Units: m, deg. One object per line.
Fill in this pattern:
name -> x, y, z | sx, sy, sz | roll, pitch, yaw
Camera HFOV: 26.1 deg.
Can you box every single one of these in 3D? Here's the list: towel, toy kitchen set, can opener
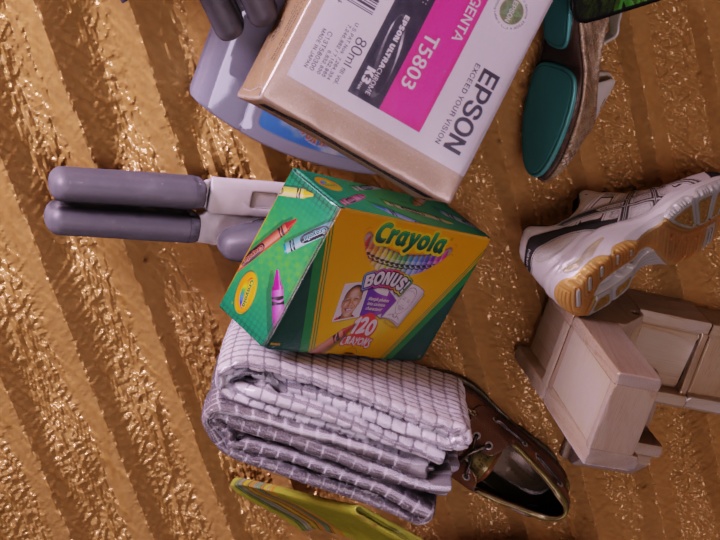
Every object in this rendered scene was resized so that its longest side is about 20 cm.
towel -> -0.026, 0.196, 1.228 | 0.086, 0.200, 0.018 | 31, 74, -27
toy kitchen set -> 0.238, 0.128, 1.263 | 0.199, 0.181, 0.164 | 11, 111, -17
can opener -> -0.131, -0.041, 1.157 | 0.199, 0.067, 0.054 | 3, 112, -23
can opener -> -0.116, -0.261, 1.075 | 0.053, 0.067, 0.201 | -21, 117, 8
towel -> -0.018, 0.107, 1.181 | 0.199, 0.166, 0.086 | 19, 101, -4

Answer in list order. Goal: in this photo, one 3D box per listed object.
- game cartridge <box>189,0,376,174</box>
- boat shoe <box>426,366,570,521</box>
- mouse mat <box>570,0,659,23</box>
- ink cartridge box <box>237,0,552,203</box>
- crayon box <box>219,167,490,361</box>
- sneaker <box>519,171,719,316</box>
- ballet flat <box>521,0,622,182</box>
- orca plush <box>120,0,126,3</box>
game cartridge -> -0.020, -0.146, 1.166 | 0.199, 0.041, 0.134 | 15, 112, -19
boat shoe -> 0.099, 0.146, 1.300 | 0.200, 0.068, 0.072 | 28, 106, -21
mouse mat -> 0.207, -0.293, 1.133 | 0.160, 0.008, 0.201 | -21, 116, -30
ink cartridge box -> 0.032, -0.172, 1.105 | 0.164, 0.075, 0.201 | 27, 89, -18
crayon box -> 0.000, 0.000, 1.167 | 0.200, 0.058, 0.119 | 8, 115, -53
sneaker -> 0.215, -0.043, 1.245 | 0.199, 0.088, 0.076 | -25, 138, -27
ballet flat -> 0.169, -0.164, 1.188 | 0.065, 0.070, 0.201 | -9, 119, -28
orca plush -> -0.207, -0.279, 1.044 | 0.200, 0.105, 0.071 | 35, 62, 0
